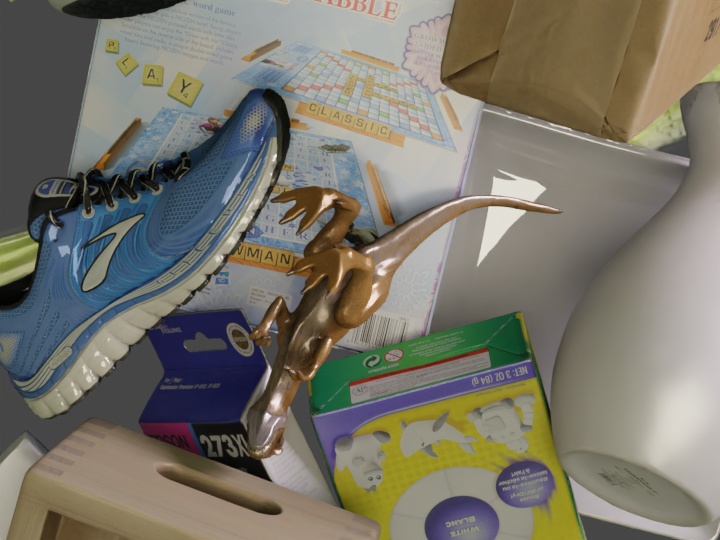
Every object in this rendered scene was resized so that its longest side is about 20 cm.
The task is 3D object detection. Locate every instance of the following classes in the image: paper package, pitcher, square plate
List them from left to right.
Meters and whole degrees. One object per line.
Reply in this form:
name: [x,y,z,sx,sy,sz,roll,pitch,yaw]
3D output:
square plate: [0.120,0.029,1.176,0.197,0.028,0.201,14,98,-8]
paper package: [0.134,-0.178,1.026,0.103,0.200,0.192,24,120,16]
pitcher: [0.190,0.033,1.104,0.171,0.121,0.201,36,68,-25]

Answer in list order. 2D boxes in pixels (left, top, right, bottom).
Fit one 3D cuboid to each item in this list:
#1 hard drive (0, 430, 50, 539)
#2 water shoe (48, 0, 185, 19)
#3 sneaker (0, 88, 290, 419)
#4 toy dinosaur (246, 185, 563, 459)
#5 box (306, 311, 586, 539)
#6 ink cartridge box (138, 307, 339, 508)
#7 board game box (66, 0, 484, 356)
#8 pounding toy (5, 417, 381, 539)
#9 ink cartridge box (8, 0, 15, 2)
hard drive: [-0.146,0.198,1.141,0.132,0.025,0.200,-45,101,2]
water shoe: [-0.066,-0.188,1.040,0.199,0.071,0.079,-27,79,13]
sneaker: [-0.114,-0.020,1.071,0.200,0.079,0.089,-43,99,13]
toy dinosaur: [0.000,0.000,1.067,0.200,0.106,0.060,-44,59,-9]
box: [0.053,0.125,1.141,0.117,0.048,0.201,-15,125,6]
ink cartridge box: [-0.054,0.115,1.133,0.037,0.094,0.201,-33,107,-35]
board game box: [-0.041,-0.071,1.114,0.199,0.041,0.201,14,104,1]
pounding toy: [-0.073,0.194,1.073,0.199,0.142,0.185,19,104,6]
ink cartridge box: [-0.191,-0.236,1.081,0.099,0.039,0.200,-36,89,0]
